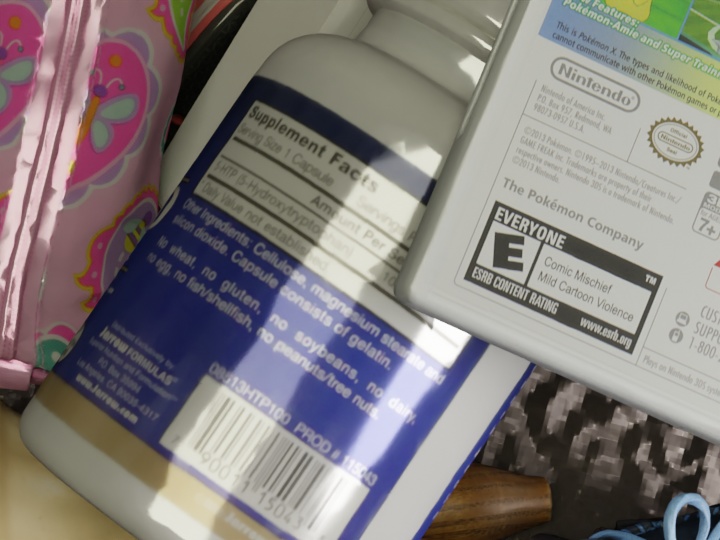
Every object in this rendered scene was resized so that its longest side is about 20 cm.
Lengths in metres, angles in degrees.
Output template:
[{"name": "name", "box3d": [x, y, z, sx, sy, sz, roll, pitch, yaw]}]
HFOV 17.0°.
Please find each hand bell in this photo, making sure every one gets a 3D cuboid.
[{"name": "hand bell", "box3d": [-0.032, 0.087, 0.828, 0.198, 0.104, 0.105, -2, 83, -8]}]

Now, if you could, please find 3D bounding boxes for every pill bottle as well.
[{"name": "pill bottle", "box3d": [0.000, 0.000, 0.726, 0.119, 0.120, 0.201, 34, 85, 7]}]

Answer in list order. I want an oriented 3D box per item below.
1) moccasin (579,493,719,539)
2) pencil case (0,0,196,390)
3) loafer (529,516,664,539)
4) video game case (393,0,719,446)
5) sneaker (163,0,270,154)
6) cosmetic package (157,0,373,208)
[{"name": "moccasin", "box3d": [0.082, 0.118, 0.735, 0.199, 0.068, 0.081, -26, 63, 6]}, {"name": "pencil case", "box3d": [-0.099, -0.063, 0.789, 0.087, 0.087, 0.202, 14, 96, 6]}, {"name": "loafer", "box3d": [0.054, 0.118, 0.815, 0.199, 0.072, 0.063, -26, 79, 4]}, {"name": "video game case", "box3d": [0.132, -0.037, 0.672, 0.199, 0.022, 0.184, 24, 85, -9]}, {"name": "sneaker", "box3d": [-0.023, -0.125, 0.858, 0.201, 0.074, 0.087, -51, 49, 6]}, {"name": "cosmetic package", "box3d": [0.016, -0.088, 0.807, 0.201, 0.082, 0.051, -57, 38, 12]}]
